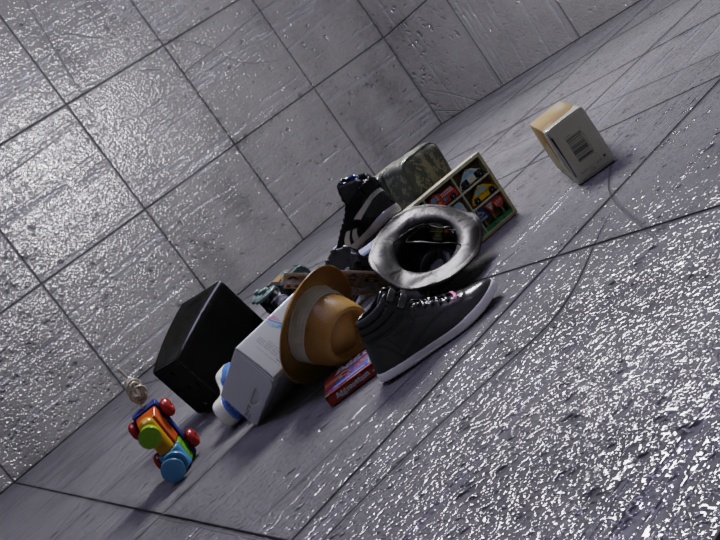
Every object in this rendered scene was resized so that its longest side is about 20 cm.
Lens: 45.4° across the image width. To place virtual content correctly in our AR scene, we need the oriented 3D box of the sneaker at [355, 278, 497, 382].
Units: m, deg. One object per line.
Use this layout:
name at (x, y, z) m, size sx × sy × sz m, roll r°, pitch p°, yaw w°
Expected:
sneaker at (0.080, 0.048, 1.119) m, size 0.199 × 0.100 × 0.071 m, roll -36°, pitch 7°, yaw 0°

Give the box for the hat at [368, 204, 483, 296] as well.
hat at (0.107, -0.016, 1.355) m, size 0.197 × 0.082 × 0.202 m, roll -9°, pitch 39°, yaw 7°

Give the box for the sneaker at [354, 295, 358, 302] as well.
sneaker at (-0.062, 0.082, 1.637) m, size 0.078 × 0.066 × 0.200 m, roll -25°, pitch 14°, yaw 37°

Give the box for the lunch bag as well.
lunch bag at (0.092, -0.104, 1.563) m, size 0.167 × 0.202 × 0.139 m, roll -23°, pitch 13°, yaw 45°

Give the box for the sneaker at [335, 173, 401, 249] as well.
sneaker at (-0.009, -0.104, 1.508) m, size 0.073 × 0.112 × 0.200 m, roll -33°, pitch -4°, yaw -36°

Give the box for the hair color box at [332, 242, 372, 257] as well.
hair color box at (0.054, -0.054, 1.695) m, size 0.199 × 0.061 × 0.099 m, roll -33°, pitch -33°, yaw 3°

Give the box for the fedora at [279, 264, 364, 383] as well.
fedora at (-0.043, 0.091, 1.314) m, size 0.081 × 0.203 × 0.201 m, roll 17°, pitch 41°, yaw 29°

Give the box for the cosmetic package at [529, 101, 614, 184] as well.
cosmetic package at (0.346, -0.215, 1.426) m, size 0.071 × 0.106 × 0.200 m, roll -35°, pitch 7°, yaw 11°

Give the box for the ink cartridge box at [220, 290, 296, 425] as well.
ink cartridge box at (-0.127, 0.132, 1.406) m, size 0.200 × 0.082 × 0.147 m, roll -44°, pitch -14°, yaw -41°

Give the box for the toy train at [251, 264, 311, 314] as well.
toy train at (-0.148, 0.045, 1.696) m, size 0.114 × 0.085 × 0.200 m, roll -45°, pitch 8°, yaw -12°

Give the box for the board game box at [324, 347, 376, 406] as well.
board game box at (0.032, 0.115, 1.233) m, size 0.199 × 0.020 × 0.103 m, roll -37°, pitch 7°, yaw 3°

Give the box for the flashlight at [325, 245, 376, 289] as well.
flashlight at (0.000, 0.000, 1.523) m, size 0.068 × 0.068 × 0.199 m, roll -57°, pitch -26°, yaw 6°

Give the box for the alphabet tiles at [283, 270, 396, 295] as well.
alphabet tiles at (-0.034, 0.021, 1.471) m, size 0.197 × 0.008 × 0.167 m, roll 2°, pitch -13°, yaw -5°

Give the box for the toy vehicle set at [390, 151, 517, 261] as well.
toy vehicle set at (0.157, -0.089, 1.451) m, size 0.199 × 0.125 × 0.026 m, roll -39°, pitch 9°, yaw -13°

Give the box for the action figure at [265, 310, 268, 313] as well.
action figure at (-0.119, 0.077, 1.783) m, size 0.193 × 0.105 × 0.200 m, roll -43°, pitch 0°, yaw 34°

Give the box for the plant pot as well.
plant pot at (-0.303, 0.174, 1.760) m, size 0.199 × 0.199 × 0.178 m, roll -26°, pitch 25°, yaw 50°

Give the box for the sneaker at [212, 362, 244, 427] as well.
sneaker at (-0.205, 0.196, 1.554) m, size 0.111 × 0.077 × 0.200 m, roll -42°, pitch 12°, yaw 8°

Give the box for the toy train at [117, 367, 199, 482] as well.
toy train at (-0.354, 0.259, 1.438) m, size 0.084 × 0.201 × 0.116 m, roll -36°, pitch 13°, yaw -3°
